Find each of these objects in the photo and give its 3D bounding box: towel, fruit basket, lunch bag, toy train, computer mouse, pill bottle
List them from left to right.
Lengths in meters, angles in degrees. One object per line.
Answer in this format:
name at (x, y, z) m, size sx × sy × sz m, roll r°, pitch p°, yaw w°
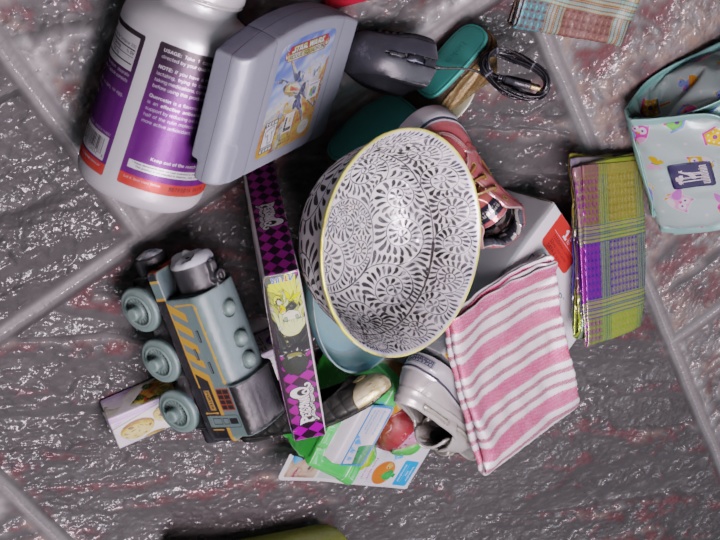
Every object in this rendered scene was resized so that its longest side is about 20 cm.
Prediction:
pill bottle at (-0.161, -0.157, 1.046) m, size 0.112 × 0.112 × 0.200 m, roll 10°, pitch 113°, yaw -31°
toy train at (-0.145, 0.070, 1.159) m, size 0.085 × 0.114 × 0.201 m, roll -36°, pitch 112°, yaw -49°
fruit basket at (0.026, 0.162, 1.341) m, size 0.200 × 0.094 × 0.186 m, roll 17°, pitch 108°, yaw -37°
computer mouse at (0.078, -0.188, 1.142) m, size 0.199 × 0.034 × 0.059 m, roll 7°, pitch 85°, yaw 0°
towel at (0.159, 0.097, 1.259) m, size 0.146 × 0.030 × 0.200 m, roll -31°, pitch 121°, yaw -27°
towel at (0.233, -0.322, 1.202) m, size 0.146 × 0.022 × 0.201 m, roll 3°, pitch 117°, yaw -27°
towel at (0.263, -0.028, 1.320) m, size 0.143 × 0.023 × 0.201 m, roll -12°, pitch 100°, yaw -49°
lunch bag at (0.388, -0.143, 1.324) m, size 0.200 × 0.122 × 0.171 m, roll -28°, pitch 128°, yaw -1°

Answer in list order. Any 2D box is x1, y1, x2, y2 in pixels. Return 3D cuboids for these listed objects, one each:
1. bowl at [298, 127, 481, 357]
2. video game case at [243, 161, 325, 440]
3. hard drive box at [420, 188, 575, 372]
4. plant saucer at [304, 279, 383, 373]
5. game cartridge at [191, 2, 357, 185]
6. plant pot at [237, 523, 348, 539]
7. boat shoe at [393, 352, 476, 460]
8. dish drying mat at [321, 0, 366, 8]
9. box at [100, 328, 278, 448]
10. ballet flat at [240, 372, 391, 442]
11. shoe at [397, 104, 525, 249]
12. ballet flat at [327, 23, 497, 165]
bowl at (0.008, -0.029, 1.101) m, size 0.200 × 0.094 × 0.201 m, roll -9°, pitch 103°, yaw -44°
video game case at (-0.072, 0.024, 1.143) m, size 0.036 × 0.200 × 0.182 m, roll -10°, pitch 123°, yaw -5°
hard drive box at (0.154, 0.042, 1.308) m, size 0.200 × 0.077 × 0.156 m, roll -53°, pitch 129°, yaw -14°
plant saucer at (0.000, 0.000, 1.216) m, size 0.200 × 0.027 × 0.201 m, roll -23°, pitch 117°, yaw -56°
game cartridge at (-0.068, -0.159, 1.062) m, size 0.200 × 0.041 × 0.133 m, roll -37°, pitch 154°, yaw -56°
plant pot at (-0.097, 0.367, 1.356) m, size 0.184 × 0.200 × 0.201 m, roll -12°, pitch 124°, yaw -33°
boat shoe at (0.086, 0.159, 1.287) m, size 0.066 × 0.072 × 0.200 m, roll -59°, pitch 148°, yaw -19°
dish drying mat at (0.055, -0.296, 1.130) m, size 0.199 × 0.018 × 0.077 m, roll -18°, pitch 126°, yaw -16°
box at (-0.162, 0.116, 1.253) m, size 0.200 × 0.039 × 0.042 m, roll -22°, pitch 123°, yaw -13°
ballet flat at (-0.056, 0.130, 1.237) m, size 0.066 × 0.200 × 0.057 m, roll -28°, pitch 99°, yaw -56°
shoe at (0.101, -0.085, 1.184) m, size 0.071 × 0.091 × 0.200 m, roll -45°, pitch 154°, yaw 3°
ballet flat at (0.058, -0.152, 1.197) m, size 0.200 × 0.068 × 0.072 m, roll -43°, pitch 143°, yaw -3°
